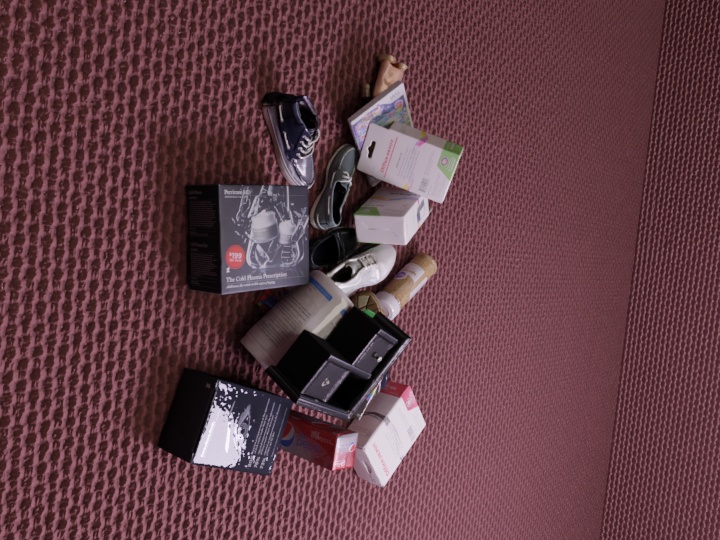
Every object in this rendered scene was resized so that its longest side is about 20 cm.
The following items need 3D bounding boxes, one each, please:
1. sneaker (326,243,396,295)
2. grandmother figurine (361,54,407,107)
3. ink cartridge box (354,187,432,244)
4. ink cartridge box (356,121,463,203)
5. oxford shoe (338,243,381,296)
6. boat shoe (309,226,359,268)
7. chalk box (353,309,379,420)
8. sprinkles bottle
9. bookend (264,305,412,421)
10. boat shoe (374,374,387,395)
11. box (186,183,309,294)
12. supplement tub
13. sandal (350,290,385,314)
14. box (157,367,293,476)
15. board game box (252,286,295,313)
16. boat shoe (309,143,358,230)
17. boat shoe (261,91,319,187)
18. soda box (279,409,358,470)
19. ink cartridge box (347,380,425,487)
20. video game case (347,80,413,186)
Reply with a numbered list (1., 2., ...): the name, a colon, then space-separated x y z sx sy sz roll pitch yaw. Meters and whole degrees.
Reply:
1. sneaker: 0.000 0.000 1.403 0.200 0.071 0.080 -33 163 -24
2. grandmother figurine: 0.047 -0.366 1.488 0.121 0.060 0.202 22 81 -21
3. ink cartridge box: 0.077 -0.131 1.477 0.200 0.116 0.068 -51 139 -54
4. ink cartridge box: 0.104 -0.237 1.427 0.067 0.199 0.118 -60 171 -59
5. oxford shoe: 0.004 0.004 1.475 0.200 0.084 0.073 -45 130 -33
6. boat shoe: -0.060 -0.045 1.408 0.199 0.062 0.075 -20 109 -48
7. chalk box: -0.016 0.178 1.385 0.124 0.124 0.201 30 88 -14
8. sprinkles bottle: 0.106 0.036 1.613 0.200 0.068 0.069 -44 127 -37
9. bookend: -0.033 0.151 1.206 0.200 0.092 0.199 -51 147 0
10. boat shoe: 0.018 0.194 1.531 0.093 0.074 0.202 -24 121 -54
11. box: -0.196 -0.061 1.197 0.199 0.104 0.184 -7 98 -46
12. supplement tub: -0.113 0.109 1.274 0.200 0.132 0.132 -42 129 -10
13. sandal: 0.031 0.114 1.537 0.054 0.080 0.201 -68 145 -42
14. box: -0.238 0.274 1.216 0.200 0.104 0.149 31 73 -47
15. board game box: -0.131 0.071 1.376 0.200 0.019 0.104 44 62 -44
16. boat shoe: -0.040 -0.175 1.408 0.073 0.061 0.201 40 66 -43
17. boat shoe: -0.114 -0.242 1.285 0.075 0.092 0.201 -47 129 -34
18. soda box: -0.100 0.326 1.314 0.063 0.199 0.071 10 88 -48
19. ink cartridge box: 0.055 0.384 1.600 0.200 0.084 0.146 -49 130 -36
20. video game case: 0.053 -0.290 1.451 0.143 0.018 0.201 -39 144 -12
